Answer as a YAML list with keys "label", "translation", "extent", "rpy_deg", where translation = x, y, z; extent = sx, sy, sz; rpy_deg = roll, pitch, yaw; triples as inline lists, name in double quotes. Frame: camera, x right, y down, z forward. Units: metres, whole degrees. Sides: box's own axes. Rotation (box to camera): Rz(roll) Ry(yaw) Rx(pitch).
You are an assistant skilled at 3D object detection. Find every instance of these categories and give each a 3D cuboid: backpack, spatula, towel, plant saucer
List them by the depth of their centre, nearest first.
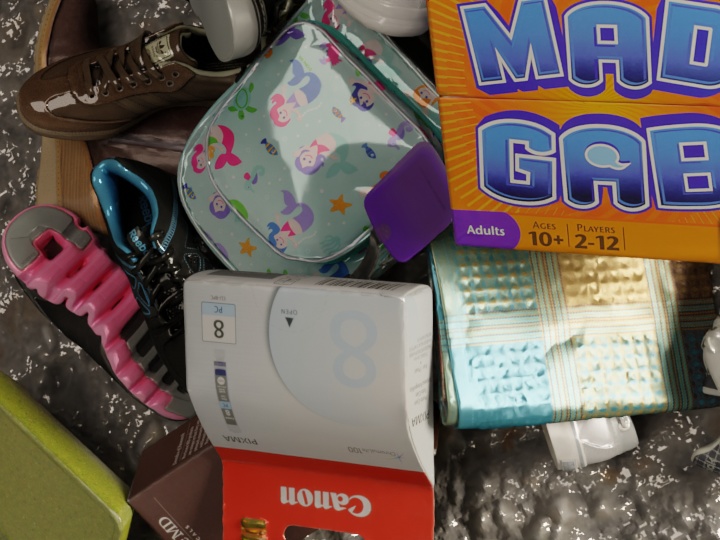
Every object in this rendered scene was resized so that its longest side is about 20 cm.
- label: "towel"
  translation: [0.137, 0.024, 1.082]
  extent: [0.200, 0.022, 0.147]
  rpy_deg: [-3, 81, -19]
- label: "spatula"
  translation: [0.000, 0.000, 1.085]
  extent: [0.200, 0.021, 0.057]
  rpy_deg: [-52, 58, 41]
- label: "backpack"
  translation: [-0.026, -0.075, 1.164]
  extent: [0.178, 0.151, 0.200]
  rpy_deg: [48, 112, 6]
- label: "plant saucer"
  translation: [-0.241, 0.177, 1.249]
  extent: [0.200, 0.048, 0.200]
  rpy_deg: [39, 134, 23]

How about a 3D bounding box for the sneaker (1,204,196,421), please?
- label: "sneaker"
  translation: [-0.191, 0.039, 1.273]
  extent: [0.200, 0.095, 0.079]
  rpy_deg: [46, 63, 4]

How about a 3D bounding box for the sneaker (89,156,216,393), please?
- label: "sneaker"
  translation: [-0.136, 0.009, 1.175]
  extent: [0.073, 0.082, 0.200]
  rpy_deg: [-34, 67, 11]

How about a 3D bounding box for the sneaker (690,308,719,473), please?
- label: "sneaker"
  translation: [0.255, 0.033, 1.061]
  extent: [0.080, 0.076, 0.200]
  rpy_deg: [5, 85, 19]

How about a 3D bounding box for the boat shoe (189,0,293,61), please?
- label: "boat shoe"
  translation: [-0.080, -0.195, 1.151]
  extent: [0.064, 0.200, 0.071]
  rpy_deg: [-10, 114, -9]

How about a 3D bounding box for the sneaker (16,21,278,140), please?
- label: "sneaker"
  translation: [-0.153, -0.150, 1.222]
  extent: [0.200, 0.076, 0.071]
  rpy_deg: [-12, 66, -10]

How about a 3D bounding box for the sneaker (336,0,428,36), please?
- label: "sneaker"
  translation: [-0.018, -0.238, 1.116]
  extent: [0.200, 0.075, 0.089]
  rpy_deg: [37, 126, 27]

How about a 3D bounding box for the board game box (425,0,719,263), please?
- label: "board game box"
  translation: [0.171, -0.141, 1.010]
  extent: [0.199, 0.200, 0.200]
  rpy_deg: [5, 121, 22]

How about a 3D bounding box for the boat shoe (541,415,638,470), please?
- label: "boat shoe"
  translation: [0.139, 0.030, 1.126]
  extent: [0.068, 0.072, 0.200]
  rpy_deg: [-12, 72, 1]

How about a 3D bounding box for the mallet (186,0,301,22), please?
- label: "mallet"
  translation: [-0.052, -0.203, 1.254]
  extent: [0.200, 0.041, 0.066]
  rpy_deg: [25, 92, 20]

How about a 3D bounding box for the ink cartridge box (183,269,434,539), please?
- label: "ink cartridge box"
  translation: [-0.034, 0.104, 1.075]
  extent: [0.160, 0.047, 0.200]
  rpy_deg: [4, 99, 26]

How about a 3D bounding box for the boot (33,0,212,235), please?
- label: "boot"
  translation: [-0.162, -0.125, 1.288]
  extent: [0.166, 0.072, 0.200]
  rpy_deg: [-2, 80, 10]

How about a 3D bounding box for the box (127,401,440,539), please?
- label: "box"
  translation: [-0.053, 0.127, 1.173]
  extent: [0.200, 0.075, 0.100]
  rpy_deg: [-35, 108, 19]
